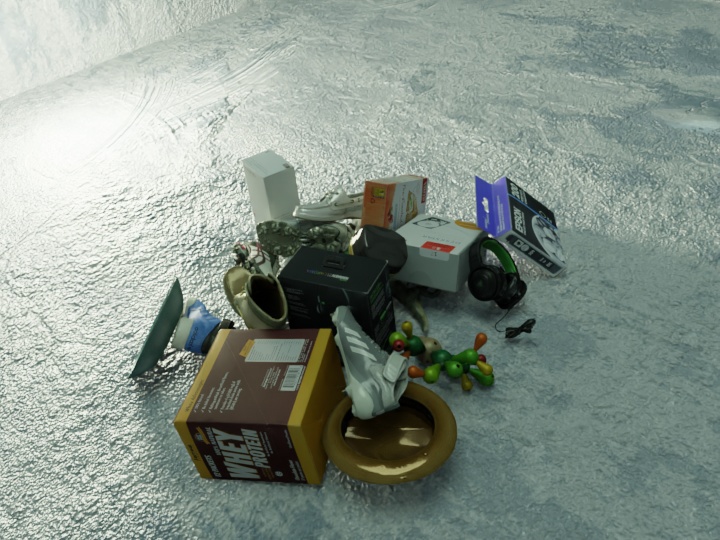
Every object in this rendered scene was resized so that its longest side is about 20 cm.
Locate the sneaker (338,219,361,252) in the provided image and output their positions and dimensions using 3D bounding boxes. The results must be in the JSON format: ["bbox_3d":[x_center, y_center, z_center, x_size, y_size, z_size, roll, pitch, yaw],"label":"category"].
[{"bbox_3d":[-0.014,-0.036,1.392,0.087,0.076,0.201,-16,31,16],"label":"sneaker"}]

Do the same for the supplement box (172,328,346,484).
[{"bbox_3d":[-0.146,0.206,1.028,0.197,0.134,0.198,-2,37,15],"label":"supplement box"}]

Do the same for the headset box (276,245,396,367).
[{"bbox_3d":[-0.037,0.064,1.144,0.172,0.202,0.093,10,40,24],"label":"headset box"}]

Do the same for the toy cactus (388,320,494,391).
[{"bbox_3d":[0.125,0.132,1.089,0.198,0.104,0.165,12,4,-17],"label":"toy cactus"}]

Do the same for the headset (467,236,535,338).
[{"bbox_3d":[0.261,0.026,1.197,0.094,0.123,0.202,-31,52,40],"label":"headset"}]

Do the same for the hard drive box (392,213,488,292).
[{"bbox_3d":[0.150,-0.039,1.292,0.154,0.078,0.200,12,24,23],"label":"hard drive box"}]

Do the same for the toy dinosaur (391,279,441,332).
[{"bbox_3d":[0.108,0.045,1.272,0.087,0.048,0.200,-27,42,-12],"label":"toy dinosaur"}]

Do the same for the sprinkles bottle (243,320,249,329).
[{"bbox_3d":[-0.136,0.053,1.289,0.068,0.069,0.200,24,48,36],"label":"sprinkles bottle"}]

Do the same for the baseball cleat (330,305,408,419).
[{"bbox_3d":[0.017,0.131,1.005,0.105,0.070,0.202,-18,52,4],"label":"baseball cleat"}]

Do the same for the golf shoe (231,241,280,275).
[{"bbox_3d":[-0.202,-0.010,1.383,0.087,0.078,0.200,-17,37,-22],"label":"golf shoe"}]

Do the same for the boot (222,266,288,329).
[{"bbox_3d":[-0.182,0.042,1.145,0.072,0.155,0.201,-27,65,-19],"label":"boot"}]

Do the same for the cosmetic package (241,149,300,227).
[{"bbox_3d":[-0.189,-0.151,1.456,0.081,0.202,0.113,-27,40,-23],"label":"cosmetic package"}]

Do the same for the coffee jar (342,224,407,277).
[{"bbox_3d":[0.000,0.000,1.209,0.103,0.200,0.086,12,53,-27],"label":"coffee jar"}]

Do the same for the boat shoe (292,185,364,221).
[{"bbox_3d":[-0.049,-0.143,1.375,0.198,0.070,0.071,-8,20,-29],"label":"boat shoe"}]

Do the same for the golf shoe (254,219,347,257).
[{"bbox_3d":[-0.121,-0.076,1.391,0.197,0.079,0.097,7,24,17],"label":"golf shoe"}]

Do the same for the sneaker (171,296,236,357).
[{"bbox_3d":[-0.290,0.112,1.248,0.110,0.078,0.200,21,5,-14],"label":"sneaker"}]

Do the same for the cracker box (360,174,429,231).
[{"bbox_3d":[0.072,-0.123,1.363,0.057,0.136,0.199,13,18,27],"label":"cracker box"}]

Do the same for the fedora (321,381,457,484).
[{"bbox_3d":[0.045,0.253,0.976,0.198,0.083,0.202,-6,37,4],"label":"fedora"}]

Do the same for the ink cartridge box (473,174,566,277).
[{"bbox_3d":[0.317,-0.104,1.326,0.199,0.043,0.199,30,36,-16],"label":"ink cartridge box"}]

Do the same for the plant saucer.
[{"bbox_3d":[-0.363,0.110,1.200,0.038,0.202,0.202,26,35,-14],"label":"plant saucer"}]
